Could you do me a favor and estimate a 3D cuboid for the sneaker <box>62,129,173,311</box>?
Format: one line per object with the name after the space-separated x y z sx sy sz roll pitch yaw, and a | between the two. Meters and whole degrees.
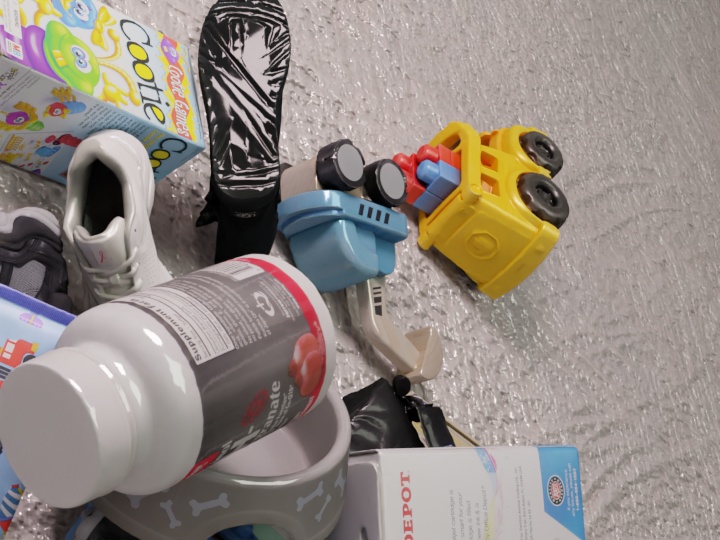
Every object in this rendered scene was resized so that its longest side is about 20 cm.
-0.180 -0.003 0.991 0.099 0.077 0.202 -45 120 -85 | sneaker

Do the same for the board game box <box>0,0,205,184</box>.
-0.230 -0.143 1.052 0.199 0.104 0.104 22 47 -47 | board game box

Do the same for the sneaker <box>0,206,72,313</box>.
-0.255 0.027 0.903 0.199 0.075 0.115 -20 83 -59 | sneaker

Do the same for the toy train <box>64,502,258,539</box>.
-0.108 0.208 0.904 0.199 0.087 0.114 38 6 5 | toy train

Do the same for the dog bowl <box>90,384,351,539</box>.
-0.096 0.107 0.919 0.198 0.059 0.201 16 28 -9 | dog bowl

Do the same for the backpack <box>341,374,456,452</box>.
0.019 0.211 1.109 0.167 0.126 0.201 -41 102 -39 | backpack

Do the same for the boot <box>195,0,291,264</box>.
-0.102 -0.112 1.159 0.075 0.168 0.202 1 69 -8 | boot

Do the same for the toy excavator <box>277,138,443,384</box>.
0.000 0.000 1.308 0.193 0.099 0.202 18 64 -47 | toy excavator

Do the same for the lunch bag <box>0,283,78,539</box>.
-0.283 0.060 0.794 0.199 0.094 0.152 29 72 -27 | lunch bag

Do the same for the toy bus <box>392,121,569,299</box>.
0.122 -0.098 1.539 0.191 0.136 0.201 28 39 -20 | toy bus

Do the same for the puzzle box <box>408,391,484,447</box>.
0.103 0.221 1.329 0.200 0.025 0.134 38 37 -33 | puzzle box

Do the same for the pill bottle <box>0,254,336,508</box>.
-0.111 0.065 0.801 0.199 0.110 0.112 -22 84 -52 | pill bottle

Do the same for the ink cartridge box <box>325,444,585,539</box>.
0.070 0.207 1.017 0.198 0.084 0.146 5 77 -37 | ink cartridge box

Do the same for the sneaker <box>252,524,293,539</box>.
-0.086 0.241 0.986 0.200 0.073 0.119 42 43 -20 | sneaker
